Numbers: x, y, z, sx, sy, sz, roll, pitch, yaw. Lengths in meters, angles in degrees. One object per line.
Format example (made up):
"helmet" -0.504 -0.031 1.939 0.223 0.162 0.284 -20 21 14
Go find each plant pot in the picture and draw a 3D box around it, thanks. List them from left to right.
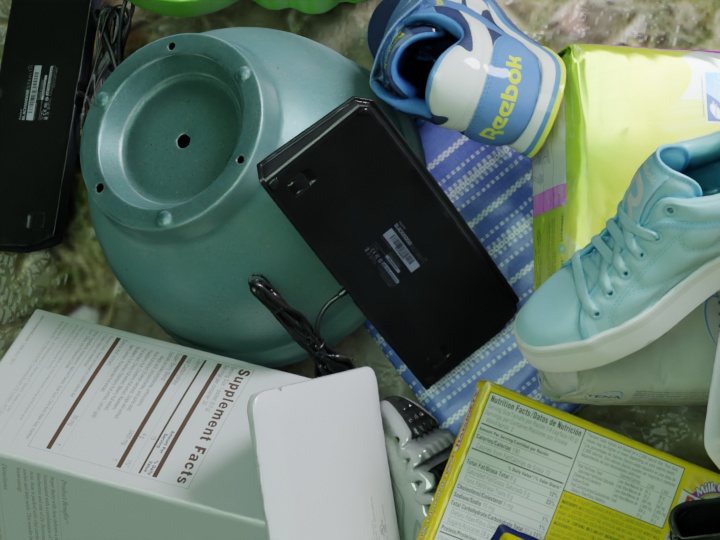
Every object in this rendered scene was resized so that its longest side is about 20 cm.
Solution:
"plant pot" -0.078 -0.058 1.298 0.200 0.134 0.201 -9 68 23

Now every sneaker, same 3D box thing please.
"sneaker" 0.041 -0.126 1.283 0.082 0.200 0.074 10 104 -26
"sneaker" 0.043 0.170 1.290 0.081 0.075 0.200 -27 81 23
"sneaker" 0.152 -0.026 1.145 0.200 0.082 0.074 -34 34 14

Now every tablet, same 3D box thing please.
"tablet" -0.009 0.157 1.211 0.014 0.130 0.201 -10 90 30

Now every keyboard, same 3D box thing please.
"keyboard" -0.184 -0.108 1.417 0.104 0.040 0.201 4 84 39
"keyboard" 0.000 0.000 1.255 0.127 0.200 0.021 -38 40 0

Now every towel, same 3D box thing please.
"towel" 0.068 0.004 1.333 0.145 0.024 0.200 -39 75 7

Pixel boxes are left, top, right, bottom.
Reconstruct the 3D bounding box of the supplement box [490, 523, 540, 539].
"supplement box" 0.109 0.232 1.142 0.109 0.200 0.109 24 104 -13

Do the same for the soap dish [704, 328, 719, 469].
"soap dish" 0.259 0.046 1.170 0.081 0.157 0.200 -18 42 40

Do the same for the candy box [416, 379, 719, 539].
"candy box" 0.138 0.143 1.249 0.200 0.026 0.102 23 85 -11

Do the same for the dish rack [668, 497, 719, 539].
"dish rack" 0.255 0.199 1.172 0.153 0.055 0.200 -5 38 -10

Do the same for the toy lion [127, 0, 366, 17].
"toy lion" -0.068 -0.227 1.371 0.200 0.069 0.192 -41 79 -9

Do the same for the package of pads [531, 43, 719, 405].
"package of pads" 0.172 -0.024 1.257 0.154 0.068 0.201 1 81 -15

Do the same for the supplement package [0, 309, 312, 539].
"supplement package" -0.115 0.123 1.282 0.200 0.121 0.120 14 41 13
